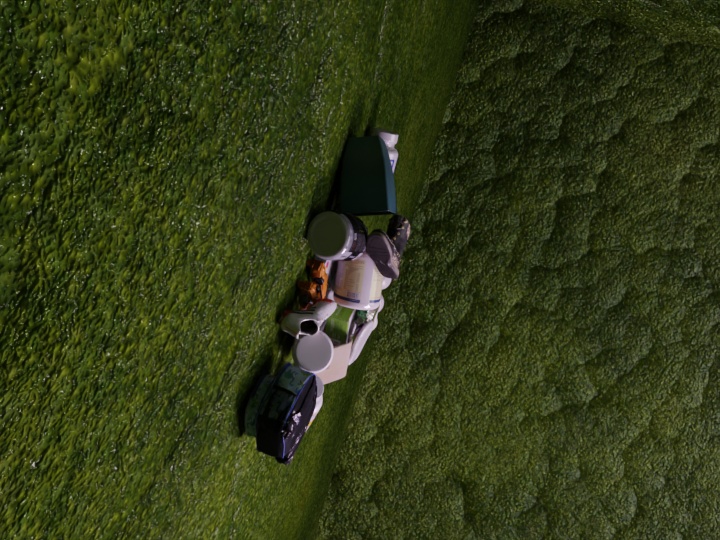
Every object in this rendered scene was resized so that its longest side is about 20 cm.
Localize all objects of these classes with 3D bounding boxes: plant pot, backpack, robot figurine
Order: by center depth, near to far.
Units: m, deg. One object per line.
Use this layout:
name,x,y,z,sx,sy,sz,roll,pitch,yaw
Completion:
backpack,-0.194,0.335,1.438,0.186,0.144,0.202,96,19,-48
plant pot,0.022,-0.258,1.602,0.141,0.137,0.207,-6,95,-77
robot figurine,-0.129,0.066,1.602,0.202,0.057,0.147,92,18,-55

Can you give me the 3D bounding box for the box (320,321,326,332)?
box,-0.126,0.215,1.940,0.138,0.039,0.203,-64,167,-45

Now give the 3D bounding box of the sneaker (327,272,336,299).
sneaker,-0.103,0.070,1.768,0.201,0.074,0.089,-50,123,-27

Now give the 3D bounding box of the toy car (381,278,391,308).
toy car,0.001,0.047,2.057,0.149,0.172,0.205,23,85,-55

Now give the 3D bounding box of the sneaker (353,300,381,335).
sneaker,0.015,0.141,1.893,0.089,0.076,0.204,-43,147,-39

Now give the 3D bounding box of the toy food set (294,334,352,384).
toy food set,-0.116,0.282,1.817,0.196,0.060,0.147,-14,130,-34

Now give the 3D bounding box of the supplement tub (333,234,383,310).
supplement tub,0.000,0.000,1.698,0.145,0.141,0.206,-27,126,-76

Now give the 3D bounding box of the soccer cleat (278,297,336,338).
soccer cleat,-0.120,0.125,1.488,0.198,0.085,0.070,-13,131,-50

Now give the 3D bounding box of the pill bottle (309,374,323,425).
pill bottle,-0.170,0.374,1.632,0.202,0.111,0.114,-61,-179,44

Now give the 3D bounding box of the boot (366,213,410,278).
boot,0.082,-0.089,1.604,0.201,0.071,0.154,60,44,-51

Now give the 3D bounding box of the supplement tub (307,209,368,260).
supplement tub,-0.050,-0.088,1.522,0.199,0.120,0.126,1,107,-71

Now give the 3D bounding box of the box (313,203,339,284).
box,-0.080,-0.068,1.698,0.157,0.040,0.204,86,22,-64

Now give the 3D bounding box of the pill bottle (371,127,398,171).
pill bottle,0.053,-0.328,1.792,0.112,0.109,0.205,-46,151,-69

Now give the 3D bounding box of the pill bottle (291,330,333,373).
pill bottle,-0.130,0.216,1.570,0.200,0.111,0.117,141,-31,-81

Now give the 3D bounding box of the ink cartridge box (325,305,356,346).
ink cartridge box,-0.052,0.157,1.929,0.201,0.074,0.151,-63,166,-53

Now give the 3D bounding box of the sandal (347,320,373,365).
sandal,-0.017,0.232,1.896,0.082,0.049,0.205,-33,155,-49
